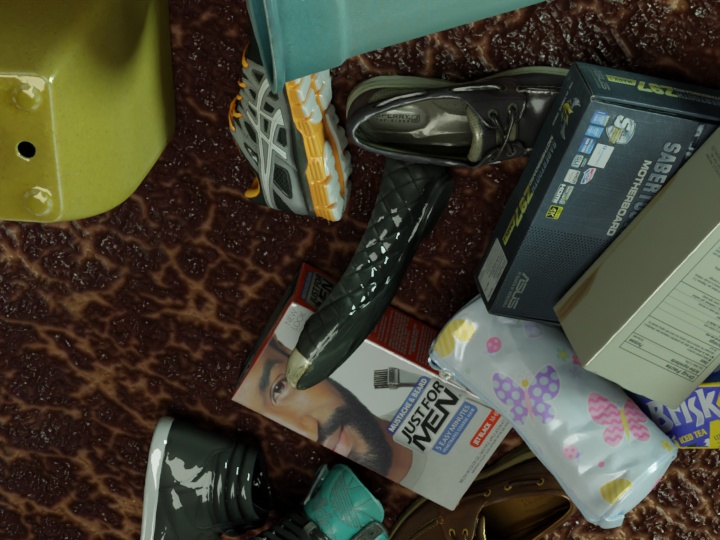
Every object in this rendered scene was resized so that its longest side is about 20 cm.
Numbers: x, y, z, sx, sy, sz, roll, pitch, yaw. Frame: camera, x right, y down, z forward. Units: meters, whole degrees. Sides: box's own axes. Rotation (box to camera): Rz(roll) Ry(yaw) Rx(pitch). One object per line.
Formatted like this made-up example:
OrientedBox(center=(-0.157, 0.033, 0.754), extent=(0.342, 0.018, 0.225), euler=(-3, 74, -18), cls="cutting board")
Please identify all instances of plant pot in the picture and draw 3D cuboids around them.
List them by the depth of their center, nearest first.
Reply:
OrientedBox(center=(0.018, -0.233, 1.566), extent=(0.196, 0.200, 0.201), euler=(-11, 121, -3), cls="plant pot")
OrientedBox(center=(-0.248, -0.134, 1.664), extent=(0.195, 0.200, 0.195), euler=(4, 122, 7), cls="plant pot")

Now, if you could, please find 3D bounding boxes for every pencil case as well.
OrientedBox(center=(0.144, 0.099, 1.775), extent=(0.200, 0.091, 0.083), euler=(44, 147, 12), cls="pencil case")

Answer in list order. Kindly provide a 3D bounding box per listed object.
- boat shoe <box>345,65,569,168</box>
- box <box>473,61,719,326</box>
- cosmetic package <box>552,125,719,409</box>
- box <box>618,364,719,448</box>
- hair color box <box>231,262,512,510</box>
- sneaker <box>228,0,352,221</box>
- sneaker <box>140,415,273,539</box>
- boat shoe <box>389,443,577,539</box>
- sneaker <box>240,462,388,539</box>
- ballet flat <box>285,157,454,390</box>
OrientedBox(center=(0.086, -0.105, 1.712), extent=(0.200, 0.065, 0.072), euler=(2, 120, 6), cls="boat shoe")
OrientedBox(center=(0.191, -0.046, 1.717), extent=(0.157, 0.051, 0.200), euler=(9, 126, -23), cls="box")
OrientedBox(center=(0.243, -0.004, 1.684), extent=(0.105, 0.071, 0.200), euler=(26, 117, -36), cls="cosmetic package")
OrientedBox(center=(0.279, 0.087, 1.748), extent=(0.200, 0.064, 0.070), euler=(-5, 128, 53), cls="box")
OrientedBox(center=(0.014, 0.092, 1.848), extent=(0.200, 0.064, 0.111), euler=(27, 122, -8), cls="hair color box")
OrientedBox(center=(-0.061, -0.122, 1.720), extent=(0.077, 0.078, 0.200), euler=(1, 121, 19), cls="sneaker")
OrientedBox(center=(-0.125, 0.216, 1.939), extent=(0.099, 0.071, 0.200), euler=(10, 119, 8), cls="sneaker")
OrientedBox(center=(0.097, 0.204, 1.902), extent=(0.200, 0.068, 0.072), euler=(-33, 112, 25), cls="boat shoe")
OrientedBox(center=(-0.042, 0.211, 1.873), extent=(0.084, 0.200, 0.121), euler=(47, 108, 17), cls="sneaker")
OrientedBox(center=(0.000, 0.000, 1.763), extent=(0.057, 0.066, 0.200), euler=(32, 88, 16), cls="ballet flat")
